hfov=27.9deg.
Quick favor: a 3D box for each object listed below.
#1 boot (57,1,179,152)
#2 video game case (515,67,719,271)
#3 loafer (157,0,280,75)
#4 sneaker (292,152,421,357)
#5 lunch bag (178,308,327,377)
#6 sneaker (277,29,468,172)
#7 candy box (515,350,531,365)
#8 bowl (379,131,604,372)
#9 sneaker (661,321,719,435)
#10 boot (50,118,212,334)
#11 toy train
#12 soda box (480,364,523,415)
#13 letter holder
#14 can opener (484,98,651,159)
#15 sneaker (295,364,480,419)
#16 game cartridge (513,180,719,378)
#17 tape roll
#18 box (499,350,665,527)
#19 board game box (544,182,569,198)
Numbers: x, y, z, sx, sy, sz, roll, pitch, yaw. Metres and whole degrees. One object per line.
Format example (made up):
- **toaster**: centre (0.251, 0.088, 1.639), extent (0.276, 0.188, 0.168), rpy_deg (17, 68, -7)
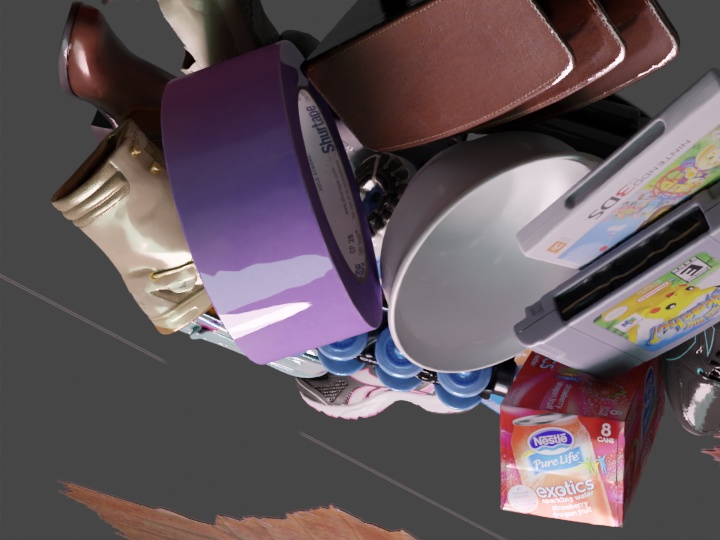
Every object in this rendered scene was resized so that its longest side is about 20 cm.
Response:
- **boot**: centre (-0.128, -0.138, 1.149), extent (0.198, 0.069, 0.189), rpy_deg (7, 146, 11)
- **video game case**: centre (0.233, -0.052, 1.002), extent (0.199, 0.022, 0.182), rpy_deg (12, 137, -43)
- **loafer**: centre (-0.095, -0.155, 1.061), extent (0.067, 0.076, 0.201), rpy_deg (-8, 133, 13)
- **sneaker**: centre (0.000, 0.000, 1.135), extent (0.089, 0.079, 0.200), rpy_deg (15, 128, -43)
- **lunch bag**: centre (-0.086, 0.001, 1.283), extent (0.198, 0.162, 0.077), rpy_deg (23, 163, -18)
- **sneaker**: centre (0.022, -0.125, 1.095), extent (0.114, 0.076, 0.200), rpy_deg (-7, 153, 24)
- **candy box**: centre (0.085, 0.050, 1.409), extent (0.115, 0.056, 0.199), rpy_deg (34, 149, -32)
- **bowl**: centre (0.089, -0.029, 1.045), extent (0.199, 0.091, 0.202), rpy_deg (-21, 139, -19)
- **sneaker**: centre (0.290, 0.051, 1.148), extent (0.074, 0.079, 0.202), rpy_deg (5, 116, -6)
- **boot**: centre (-0.128, -0.065, 1.155), extent (0.156, 0.199, 0.073), rpy_deg (51, -175, -21)
- **toy train**: centre (0.044, 0.041, 1.217), extent (0.198, 0.115, 0.087), rpy_deg (16, 165, 5)
- **soda box**: centre (0.195, 0.089, 1.407), extent (0.064, 0.068, 0.199), rpy_deg (34, 149, -32)
- **letter holder**: centre (0.085, -0.135, 0.939), extent (0.199, 0.101, 0.142), rpy_deg (-17, 118, 49)
- **can opener**: centre (0.182, -0.089, 1.076), extent (0.198, 0.054, 0.067), rpy_deg (17, 151, 1)
- **sneaker**: centre (0.021, 0.082, 1.386), extent (0.198, 0.081, 0.087), rpy_deg (-7, 132, 29)
- **game cartridge**: centre (0.221, 0.011, 1.043), extent (0.199, 0.041, 0.133), rpy_deg (-35, 150, 25)
- **tape roll**: centre (-0.056, -0.045, 0.972), extent (0.084, 0.202, 0.200), rpy_deg (-16, 146, 10)
- **box**: centre (0.183, 0.112, 1.170), extent (0.099, 0.200, 0.097), rpy_deg (6, 113, 20)
- **board game box**: centre (0.161, -0.024, 1.217), extent (0.195, 0.056, 0.199), rpy_deg (-13, 142, 45)
